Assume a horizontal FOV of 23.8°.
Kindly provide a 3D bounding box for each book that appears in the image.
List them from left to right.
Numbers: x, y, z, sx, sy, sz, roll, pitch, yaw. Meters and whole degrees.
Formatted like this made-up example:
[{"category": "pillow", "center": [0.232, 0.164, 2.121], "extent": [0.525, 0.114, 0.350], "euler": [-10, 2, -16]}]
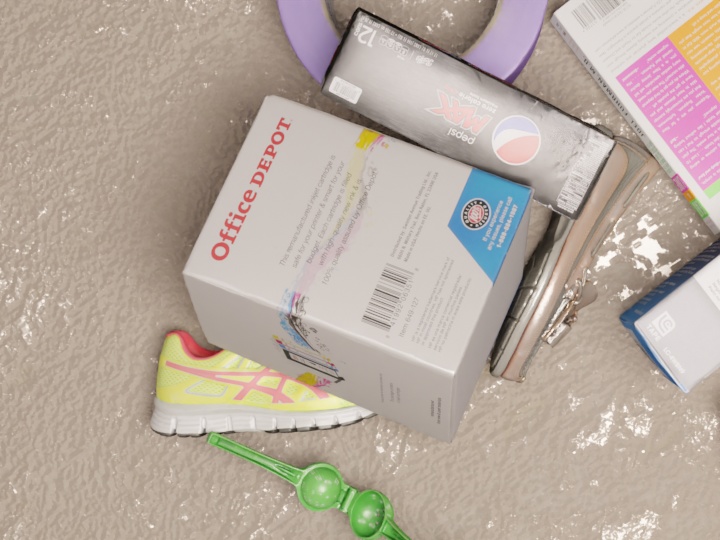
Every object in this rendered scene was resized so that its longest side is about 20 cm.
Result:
[{"category": "book", "center": [0.251, -0.146, 1.251], "extent": [0.133, 0.048, 0.201], "euler": [-36, 86, -2]}]

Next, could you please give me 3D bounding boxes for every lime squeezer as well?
[{"category": "lime squeezer", "center": [-0.020, 0.170, 1.242], "extent": [0.199, 0.071, 0.038], "euler": [29, 110, 17]}]

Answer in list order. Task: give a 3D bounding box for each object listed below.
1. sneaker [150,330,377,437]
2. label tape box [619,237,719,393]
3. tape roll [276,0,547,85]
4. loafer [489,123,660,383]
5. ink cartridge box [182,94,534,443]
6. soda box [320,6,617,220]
[{"category": "sneaker", "center": [-0.062, 0.074, 1.270], "extent": [0.197, 0.078, 0.091], "euler": [-3, 88, 5]}, {"category": "label tape box", "center": [0.282, -0.002, 1.207], "extent": [0.199, 0.143, 0.066], "euler": [-37, 87, 4]}, {"category": "tape roll", "center": [0.039, -0.209, 1.255], "extent": [0.197, 0.085, 0.203], "euler": [0, 90, 4]}, {"category": "loafer", "center": [0.159, -0.005, 1.257], "extent": [0.062, 0.072, 0.202], "euler": [23, 89, -4]}, {"category": "ink cartridge box", "center": [0.000, 0.000, 1.190], "extent": [0.198, 0.145, 0.148], "euler": [22, 69, 11]}, {"category": "soda box", "center": [0.072, -0.108, 1.177], "extent": [0.198, 0.071, 0.064], "euler": [27, 99, -5]}]
